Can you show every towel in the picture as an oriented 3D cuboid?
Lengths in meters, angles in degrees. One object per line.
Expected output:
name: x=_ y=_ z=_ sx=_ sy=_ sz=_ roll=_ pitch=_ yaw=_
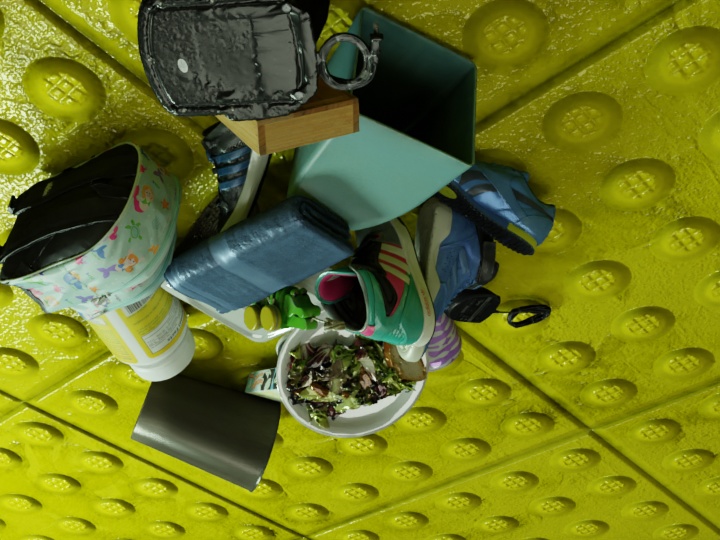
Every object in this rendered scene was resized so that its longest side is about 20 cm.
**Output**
towel: x=-0.113 y=-0.018 z=1.010 sx=0.200 sy=0.049 sz=0.112 roll=-24 pitch=145 yaw=28

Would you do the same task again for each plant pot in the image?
plant pot: x=0.009 y=-0.138 z=0.972 sx=0.141 sy=0.142 sz=0.200 roll=21 pitch=144 yaw=-21

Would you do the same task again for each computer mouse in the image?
computer mouse: x=0.183 y=0.046 z=1.232 sx=0.200 sy=0.034 sz=0.059 roll=10 pitch=132 yaw=-40

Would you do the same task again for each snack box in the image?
snack box: x=-0.087 y=0.176 z=1.346 sx=0.116 sy=0.037 sz=0.200 roll=19 pitch=164 yaw=-19

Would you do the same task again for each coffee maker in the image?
coffee maker: x=-0.079 y=-0.221 z=0.809 sx=0.192 sy=0.200 sz=0.135 roll=18 pitch=126 yaw=-7

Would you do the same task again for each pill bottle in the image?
pill bottle: x=-0.300 y=0.054 z=1.217 sx=0.114 sy=0.115 sz=0.200 roll=-8 pitch=139 yaw=11

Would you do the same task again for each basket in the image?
basket: x=-0.239 y=0.238 z=1.408 sx=0.200 sy=0.180 sz=0.136 roll=21 pitch=103 yaw=-11

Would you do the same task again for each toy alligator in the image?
toy alligator: x=-0.080 y=0.041 z=1.056 sx=0.059 sy=0.054 sz=0.200 roll=-6 pitch=-179 yaw=-37

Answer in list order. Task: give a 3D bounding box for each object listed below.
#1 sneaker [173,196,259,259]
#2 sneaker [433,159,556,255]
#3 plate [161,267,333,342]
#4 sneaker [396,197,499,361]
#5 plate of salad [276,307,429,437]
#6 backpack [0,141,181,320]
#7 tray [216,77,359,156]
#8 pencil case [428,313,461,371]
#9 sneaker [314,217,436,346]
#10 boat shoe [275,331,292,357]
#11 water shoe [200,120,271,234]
sneaker: x=-0.171 y=-0.035 z=1.160 sx=0.075 sy=0.071 sz=0.200 roll=11 pitch=147 yaw=-37
sneaker: x=0.144 y=-0.101 z=1.076 sx=0.200 sy=0.079 sz=0.066 roll=34 pitch=169 yaw=-13
plate: x=-0.127 y=0.030 z=1.153 sx=0.199 sy=0.032 sz=0.200 roll=-22 pitch=139 yaw=34
sneaker: x=0.114 y=0.020 z=1.122 sx=0.111 sy=0.201 sz=0.077 roll=14 pitch=170 yaw=-22
plate of salad: x=-0.007 y=0.132 z=1.170 sx=0.199 sy=0.048 sz=0.201 roll=-4 pitch=113 yaw=-9
backpack: x=-0.295 y=-0.046 z=1.049 sx=0.200 sy=0.178 sz=0.151 roll=-24 pitch=135 yaw=29
tray: x=-0.093 y=-0.171 z=0.865 sx=0.098 sy=0.200 sz=0.037 roll=-18 pitch=127 yaw=-24
pencil case: x=0.074 y=0.054 z=1.227 sx=0.085 sy=0.084 sz=0.200 roll=-39 pitch=134 yaw=-9
sneaker: x=0.000 y=0.000 z=1.061 sx=0.120 sy=0.200 sz=0.084 roll=4 pitch=140 yaw=-35
boat shoe: x=-0.016 y=0.134 z=1.227 sx=0.199 sy=0.060 sz=0.074 roll=18 pitch=127 yaw=-17
water shoe: x=-0.140 y=-0.130 z=1.015 sx=0.079 sy=0.072 sz=0.200 roll=20 pitch=113 yaw=-4
